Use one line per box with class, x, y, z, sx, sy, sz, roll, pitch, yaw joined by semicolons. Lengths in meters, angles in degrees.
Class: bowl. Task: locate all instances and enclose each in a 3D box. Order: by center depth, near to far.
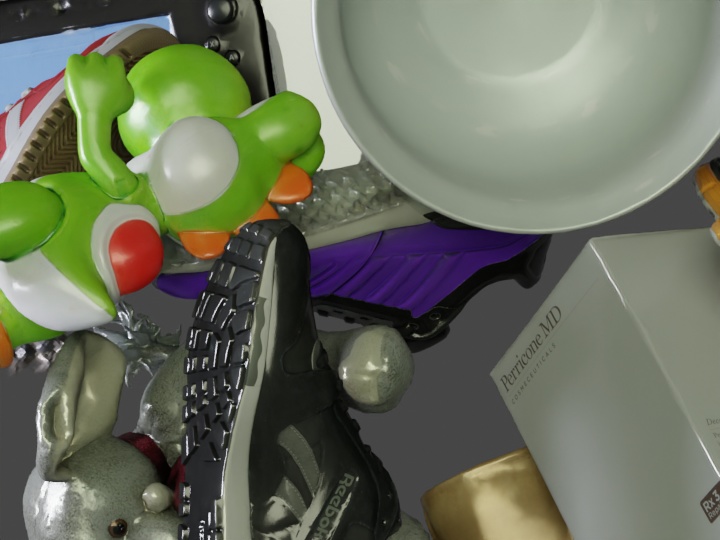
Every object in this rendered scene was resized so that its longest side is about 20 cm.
bowl;0.073;-0.123;1.024;0.201;0.090;0.201;-2;105;-6

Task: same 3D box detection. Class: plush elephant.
plush elephant;-0.082;0.100;1.042;0.200;0.165;0.155;22;46;24

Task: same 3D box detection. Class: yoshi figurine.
yoshi figurine;-0.116;-0.037;1.013;0.200;0.112;0.112;-26;92;-17

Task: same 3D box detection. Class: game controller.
game controller;-0.137;-0.085;1.120;0.200;0.042;0.104;-8;82;16

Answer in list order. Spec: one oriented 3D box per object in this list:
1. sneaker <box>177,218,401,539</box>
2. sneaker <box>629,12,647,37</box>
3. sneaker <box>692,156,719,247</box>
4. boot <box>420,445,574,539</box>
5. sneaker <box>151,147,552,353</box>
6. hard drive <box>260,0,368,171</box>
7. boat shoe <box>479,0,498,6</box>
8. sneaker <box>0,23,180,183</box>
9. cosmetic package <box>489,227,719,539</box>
sneaker;-0.026;0.079;0.961;0.088;0.076;0.200;4;94;-22
sneaker;0.224;-0.097;1.096;0.200;0.088;0.074;0;81;4
sneaker;0.204;-0.030;1.033;0.078;0.200;0.077;44;101;-6
boot;0.145;0.165;1.072;0.175;0.066;0.200;-19;73;-14
sneaker;0.000;0.000;1.090;0.200;0.070;0.100;-13;120;-5
hard drive;-0.007;-0.103;1.142;0.200;0.027;0.132;-12;80;2
boat shoe;0.097;-0.158;1.099;0.200;0.071;0.063;-15;97;-8
sneaker;-0.174;-0.047;1.084;0.112;0.071;0.200;28;76;45
cosmetic package;0.149;0.091;1.015;0.081;0.113;0.200;-7;54;-34
